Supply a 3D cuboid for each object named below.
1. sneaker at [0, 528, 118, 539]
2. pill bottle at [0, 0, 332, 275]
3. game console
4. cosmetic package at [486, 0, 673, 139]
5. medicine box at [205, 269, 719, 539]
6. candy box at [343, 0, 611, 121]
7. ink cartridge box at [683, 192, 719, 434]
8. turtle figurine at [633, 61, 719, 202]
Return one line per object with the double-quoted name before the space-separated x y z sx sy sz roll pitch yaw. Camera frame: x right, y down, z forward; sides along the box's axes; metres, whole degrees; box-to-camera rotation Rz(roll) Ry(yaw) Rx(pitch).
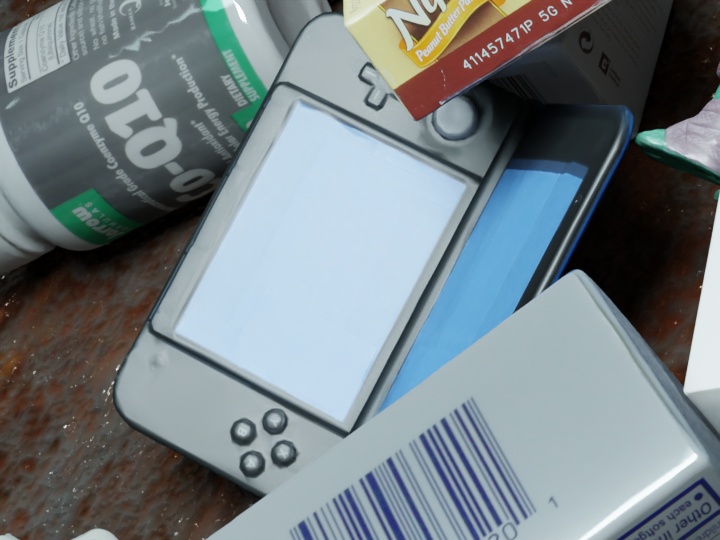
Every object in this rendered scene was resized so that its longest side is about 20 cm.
"sneaker" -0.179 0.158 1.225 0.199 0.075 0.081 -10 36 30
"pill bottle" -0.113 -0.079 1.334 0.199 0.113 0.114 -26 43 20
"game console" 0.000 0.000 1.133 0.170 0.118 0.201 27 85 15
"cosmetic package" 0.088 -0.152 1.264 0.101 0.071 0.201 -6 53 36
"medicine box" 0.064 0.133 0.934 0.182 0.200 0.103 -37 42 7
"candy box" 0.052 -0.149 1.151 0.115 0.055 0.200 -31 23 14
"ink cartridge box" 0.170 0.021 0.945 0.067 0.200 0.117 -10 49 33
"turtle figurine" 0.185 -0.119 1.097 0.101 0.149 0.201 18 82 63
